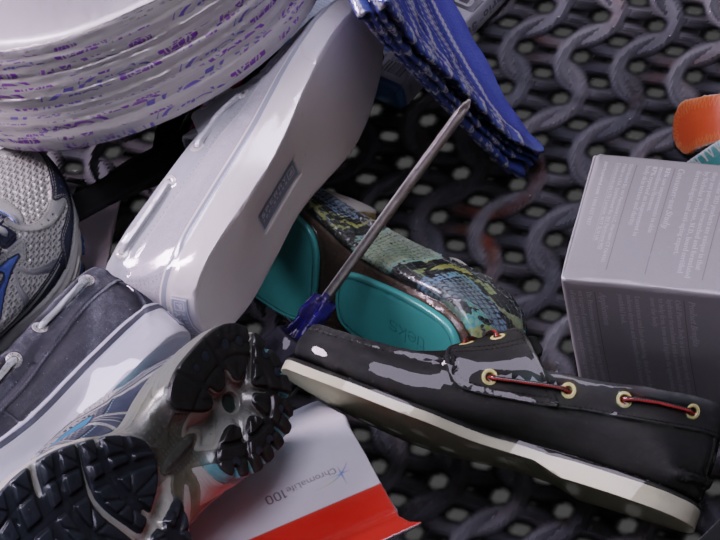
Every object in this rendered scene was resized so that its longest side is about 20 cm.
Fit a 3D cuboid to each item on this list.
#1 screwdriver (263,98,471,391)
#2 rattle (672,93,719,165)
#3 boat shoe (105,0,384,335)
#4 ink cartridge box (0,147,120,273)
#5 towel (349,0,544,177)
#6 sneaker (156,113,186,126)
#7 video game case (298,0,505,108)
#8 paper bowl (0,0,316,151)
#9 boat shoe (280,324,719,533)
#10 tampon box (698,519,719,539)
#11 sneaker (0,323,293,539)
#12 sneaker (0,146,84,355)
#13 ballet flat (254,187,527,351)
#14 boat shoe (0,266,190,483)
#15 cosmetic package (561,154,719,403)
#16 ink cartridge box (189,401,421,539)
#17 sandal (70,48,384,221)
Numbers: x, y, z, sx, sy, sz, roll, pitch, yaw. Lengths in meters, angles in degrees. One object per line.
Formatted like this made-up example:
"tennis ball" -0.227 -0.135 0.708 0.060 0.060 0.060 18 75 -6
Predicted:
"screwdriver" -0.005 0.001 1.400 0.200 0.029 0.028 -52 58 9
"rattle" 0.242 -0.086 1.422 0.200 0.143 0.130 16 72 17
"boat shoe" -0.055 -0.055 1.422 0.068 0.072 0.200 15 64 26
"ink cartridge box" -0.231 -0.016 1.505 0.200 0.067 0.117 -2 49 10
"towel" 0.022 -0.137 1.465 0.024 0.200 0.145 -32 58 10
"sneaker" -0.121 -0.154 1.598 0.089 0.079 0.200 -39 60 -14
"video game case" 0.026 -0.179 1.630 0.143 0.018 0.200 25 58 31
"paper bowl" -0.125 -0.156 1.452 0.201 0.104 0.201 -17 31 11
"boat shoe" 0.065 0.059 1.348 0.201 0.074 0.063 16 81 9
"tampon box" 0.234 0.146 1.217 0.200 0.126 0.150 -41 52 -22
"sneaker" -0.110 0.100 1.248 0.086 0.078 0.200 -25 9 44
"sneaker" -0.188 0.005 1.375 0.077 0.085 0.200 10 49 17
"ballet flat" 0.000 0.000 1.452 0.200 0.074 0.074 34 63 32
"boat shoe" -0.163 0.072 1.316 0.068 0.072 0.200 38 63 14
"cosmetic package" 0.199 0.017 1.356 0.200 0.107 0.090 5 51 14
"ink cartridge box" -0.069 0.112 1.289 0.160 0.047 0.200 -22 4 -8
"sandal" -0.073 -0.081 1.495 0.200 0.075 0.045 -27 91 -23
